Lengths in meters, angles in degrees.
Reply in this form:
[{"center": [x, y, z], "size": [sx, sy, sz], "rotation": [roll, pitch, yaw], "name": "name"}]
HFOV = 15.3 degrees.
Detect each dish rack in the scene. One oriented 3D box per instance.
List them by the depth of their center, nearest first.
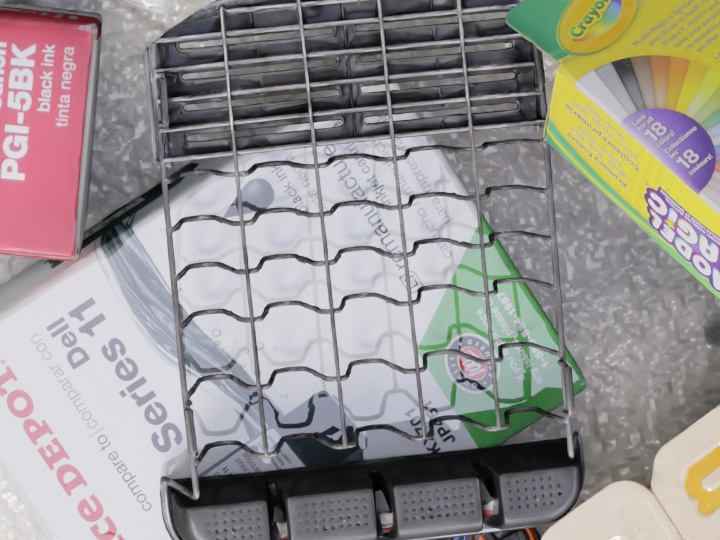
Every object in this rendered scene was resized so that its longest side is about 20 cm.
[{"center": [0.000, 0.000, 0.929], "size": [0.152, 0.055, 0.202], "rotation": [-6, 95, -6], "name": "dish rack"}]

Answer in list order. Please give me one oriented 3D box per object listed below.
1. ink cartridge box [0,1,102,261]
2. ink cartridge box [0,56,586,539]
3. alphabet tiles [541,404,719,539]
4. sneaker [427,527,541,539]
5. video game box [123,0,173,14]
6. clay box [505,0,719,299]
[{"center": [-0.192, -0.059, 0.941], "size": [0.198, 0.147, 0.084], "rotation": [5, 96, -6], "name": "ink cartridge box"}, {"center": [-0.039, 0.033, 0.997], "size": [0.199, 0.083, 0.147], "rotation": [-34, 98, 1], "name": "ink cartridge box"}, {"center": [0.148, 0.147, 0.891], "size": [0.195, 0.015, 0.201], "rotation": [-37, 73, 12], "name": "alphabet tiles"}, {"center": [-0.007, 0.153, 1.022], "size": [0.199, 0.078, 0.076], "rotation": [-31, 76, 16], "name": "sneaker"}, {"center": [-0.130, -0.214, 0.976], "size": [0.181, 0.047, 0.201], "rotation": [16, 96, -9], "name": "video game box"}, {"center": [0.151, -0.040, 0.881], "size": [0.115, 0.048, 0.200], "rotation": [-37, 66, -22], "name": "clay box"}]
